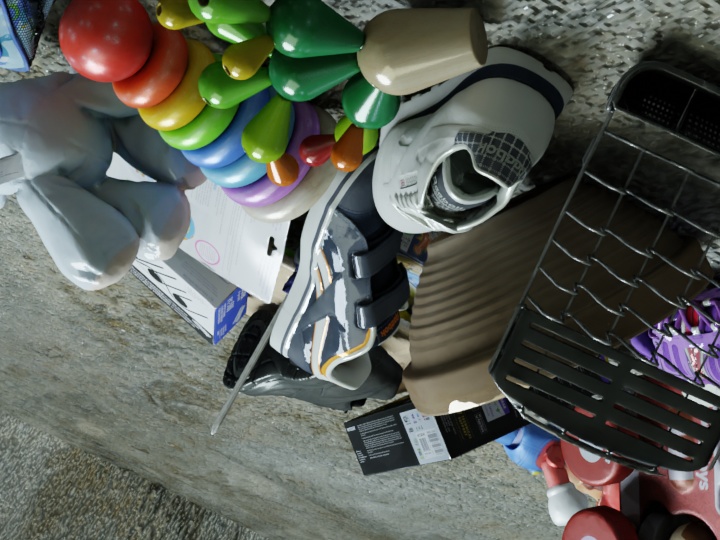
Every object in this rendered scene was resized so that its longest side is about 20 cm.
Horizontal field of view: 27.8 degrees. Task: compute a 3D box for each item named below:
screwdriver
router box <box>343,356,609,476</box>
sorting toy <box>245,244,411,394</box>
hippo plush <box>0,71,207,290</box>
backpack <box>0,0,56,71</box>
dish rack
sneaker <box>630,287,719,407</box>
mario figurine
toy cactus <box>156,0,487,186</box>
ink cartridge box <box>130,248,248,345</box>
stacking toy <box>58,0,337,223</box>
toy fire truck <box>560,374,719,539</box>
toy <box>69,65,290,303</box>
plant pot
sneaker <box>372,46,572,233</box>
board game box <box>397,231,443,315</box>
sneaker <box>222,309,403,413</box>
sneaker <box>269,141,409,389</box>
[{"bbox_3d":[-0.063,0.032,1.078,0.028,0.201,0.029,28,172,35],"label":"screwdriver"},{"bbox_3d":[0.092,0.109,1.185,0.053,0.157,0.200,68,158,3],"label":"router box"},{"bbox_3d":[-0.029,0.032,1.195,0.199,0.037,0.185,33,161,-11],"label":"sorting toy"},{"bbox_3d":[-0.210,-0.068,0.978,0.199,0.160,0.160,-16,-171,-33],"label":"hippo plush"},{"bbox_3d":[-0.255,-0.188,0.776,0.182,0.148,0.200,19,158,4],"label":"backpack"},{"bbox_3d":[0.162,0.008,0.759,0.153,0.201,0.055,24,-171,-5],"label":"dish rack"},{"bbox_3d":[0.227,0.040,0.944,0.083,0.081,0.200,30,162,-2],"label":"sneaker"},{"bbox_3d":[0.163,0.176,1.339,0.199,0.124,0.106,27,150,3],"label":"mario figurine"},{"bbox_3d":[-0.011,-0.119,0.800,0.164,0.103,0.200,-7,148,22],"label":"toy cactus"},{"bbox_3d":[-0.177,-0.031,1.177,0.200,0.044,0.094,41,160,9],"label":"ink cartridge box"},{"bbox_3d":[-0.100,-0.108,0.888,0.085,0.086,0.200,6,159,42],"label":"stacking toy"},{"bbox_3d":[0.251,0.176,1.117,0.112,0.201,0.167,-1,180,-38],"label":"toy fire truck"},{"bbox_3d":[-0.130,-0.074,1.080,0.199,0.047,0.115,30,139,11],"label":"toy"},{"bbox_3d":[0.105,0.003,0.889,0.201,0.200,0.093,-18,98,63],"label":"plant pot"},{"bbox_3d":[0.049,-0.056,0.856,0.076,0.081,0.200,24,156,-10],"label":"sneaker"},{"bbox_3d":[0.040,0.010,1.147,0.135,0.035,0.200,30,161,-16],"label":"board game box"},{"bbox_3d":[-0.042,0.081,1.176,0.091,0.076,0.200,32,164,-28],"label":"sneaker"},{"bbox_3d":[0.000,0.000,1.008,0.079,0.078,0.201,34,136,15],"label":"sneaker"}]
